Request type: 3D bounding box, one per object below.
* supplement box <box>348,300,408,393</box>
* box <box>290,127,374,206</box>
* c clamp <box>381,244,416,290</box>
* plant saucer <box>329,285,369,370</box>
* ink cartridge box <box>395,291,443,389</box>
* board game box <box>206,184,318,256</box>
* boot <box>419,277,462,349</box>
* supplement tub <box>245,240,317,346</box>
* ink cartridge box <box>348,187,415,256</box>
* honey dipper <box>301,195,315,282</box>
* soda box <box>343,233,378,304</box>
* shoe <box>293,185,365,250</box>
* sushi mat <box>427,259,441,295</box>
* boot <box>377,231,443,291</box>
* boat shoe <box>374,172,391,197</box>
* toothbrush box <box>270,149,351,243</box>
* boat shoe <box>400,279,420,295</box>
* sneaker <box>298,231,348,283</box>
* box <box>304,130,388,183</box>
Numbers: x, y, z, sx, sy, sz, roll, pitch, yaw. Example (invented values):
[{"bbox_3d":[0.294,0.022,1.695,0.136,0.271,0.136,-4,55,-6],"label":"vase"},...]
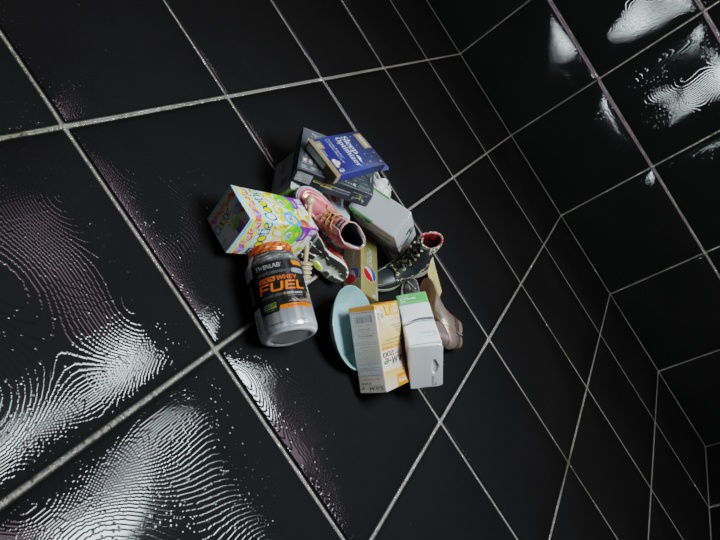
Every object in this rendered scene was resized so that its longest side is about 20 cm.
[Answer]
[{"bbox_3d":[0.045,0.177,1.464,0.126,0.073,0.200,-6,87,-62],"label":"supplement box"},{"bbox_3d":[-0.064,-0.254,1.531,0.200,0.051,0.158,18,48,-17],"label":"box"},{"bbox_3d":[0.137,-0.022,1.827,0.171,0.027,0.200,46,30,13],"label":"c clamp"},{"bbox_3d":[-0.026,0.136,1.467,0.201,0.039,0.201,28,57,-55],"label":"plant saucer"},{"bbox_3d":[0.144,0.171,1.546,0.200,0.084,0.146,-101,-176,-56],"label":"ink cartridge box"},{"bbox_3d":[-0.210,-0.100,1.357,0.200,0.105,0.103,5,43,-51],"label":"board game box"},{"bbox_3d":[0.237,0.133,1.817,0.146,0.070,0.200,25,55,-37],"label":"boot"},{"bbox_3d":[-0.169,0.048,1.299,0.122,0.122,0.200,9,57,-50],"label":"supplement tub"},{"bbox_3d":[0.063,-0.130,1.657,0.146,0.084,0.200,36,-5,14],"label":"ink cartridge box"},{"bbox_3d":[-0.122,-0.072,1.436,0.038,0.038,0.200,-4,103,-54],"label":"honey dipper"},{"bbox_3d":[0.000,0.000,1.610,0.064,0.068,0.200,31,42,-34],"label":"soda box"},{"bbox_3d":[-0.069,-0.123,1.476,0.200,0.091,0.072,47,73,-29],"label":"shoe"},{"bbox_3d":[0.212,0.000,1.868,0.096,0.012,0.200,-57,136,-57],"label":"sushi mat"},{"bbox_3d":[0.120,-0.027,1.665,0.203,0.154,0.074,-19,64,-30],"label":"boot"},{"bbox_3d":[0.057,-0.238,1.818,0.072,0.066,0.200,38,16,-41],"label":"boat shoe"},{"bbox_3d":[-0.122,-0.183,1.578,0.200,0.086,0.146,37,39,-32],"label":"toothbrush box"},{"bbox_3d":[0.156,0.091,1.744,0.072,0.065,0.200,36,37,-26],"label":"boat shoe"},{"bbox_3d":[-0.107,-0.052,1.528,0.200,0.077,0.085,49,14,-16],"label":"sneaker"},{"bbox_3d":[-0.024,-0.281,1.520,0.200,0.032,0.121,-21,67,-42],"label":"box"}]
